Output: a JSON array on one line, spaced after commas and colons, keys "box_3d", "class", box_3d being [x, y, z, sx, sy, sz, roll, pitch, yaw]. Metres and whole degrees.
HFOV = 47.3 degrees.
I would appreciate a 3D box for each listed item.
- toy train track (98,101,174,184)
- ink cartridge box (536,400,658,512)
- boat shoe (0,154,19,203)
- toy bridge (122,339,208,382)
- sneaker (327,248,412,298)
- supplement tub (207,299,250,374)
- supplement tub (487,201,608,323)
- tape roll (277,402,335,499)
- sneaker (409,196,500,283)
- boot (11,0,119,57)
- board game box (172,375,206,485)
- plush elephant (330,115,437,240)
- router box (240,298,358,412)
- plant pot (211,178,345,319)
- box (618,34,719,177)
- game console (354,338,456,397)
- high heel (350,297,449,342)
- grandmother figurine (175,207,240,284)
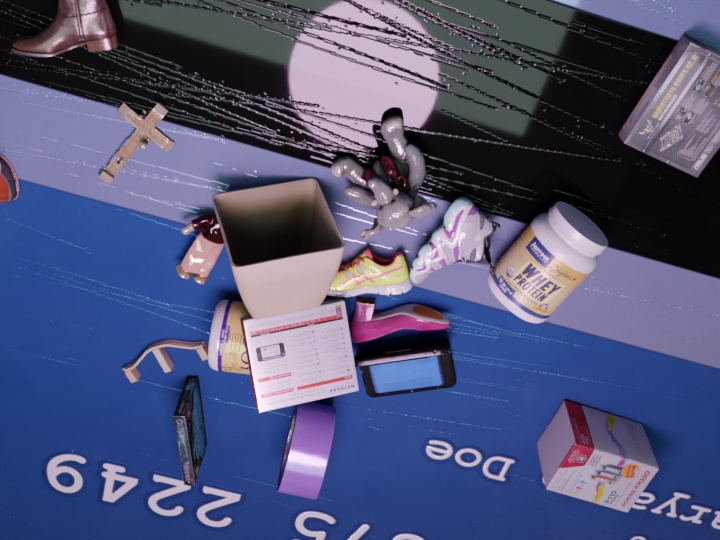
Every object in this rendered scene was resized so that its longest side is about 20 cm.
[{"box_3d": [-0.421, -0.229, 1.513, 0.115, 0.033, 0.200, 38, 117, -19], "class": "toy train track"}, {"box_3d": [0.511, 0.402, 1.783, 0.199, 0.145, 0.146, 17, 120, -8], "class": "ink cartridge box"}, {"box_3d": [-0.705, -0.206, 1.523, 0.071, 0.063, 0.200, -15, 121, 9], "class": "boat shoe"}, {"box_3d": [-0.425, 0.186, 1.766, 0.199, 0.027, 0.067, -18, 116, 13], "class": "toy bridge"}, {"box_3d": [0.000, 0.000, 1.614, 0.199, 0.078, 0.091, -4, 110, 1], "class": "sneaker"}, {"box_3d": [-0.197, 0.141, 1.659, 0.199, 0.146, 0.146, 8, 121, -2], "class": "supplement tub"}, {"box_3d": [0.350, -0.016, 1.539, 0.144, 0.145, 0.200, 30, 118, -14], "class": "supplement tub"}, {"box_3d": [-0.117, 0.383, 1.770, 0.085, 0.200, 0.200, 14, 121, -6], "class": "tape roll"}, {"box_3d": [0.189, -0.025, 1.557, 0.140, 0.078, 0.200, 36, 120, 8], "class": "sneaker"}, {"box_3d": [-0.505, -0.462, 1.358, 0.186, 0.064, 0.201, -9, 124, -7], "class": "boot"}, {"box_3d": [-0.370, 0.351, 1.800, 0.028, 0.135, 0.201, 1, 122, 2], "class": "board game box"}, {"box_3d": [0.051, -0.140, 1.471, 0.164, 0.155, 0.200, -29, 115, 19], "class": "plush elephant"}, {"box_3d": [-0.116, 0.160, 1.571, 0.199, 0.049, 0.180, -10, 96, -14], "class": "router box"}, {"box_3d": [-0.151, -0.026, 1.515, 0.199, 0.200, 0.177, -11, 135, -14], "class": "plant pot"}, {"box_3d": [0.571, -0.280, 1.424, 0.158, 0.048, 0.200, 22, 119, -9], "class": "box"}, {"box_3d": [0.093, 0.215, 1.711, 0.199, 0.176, 0.117, -9, 92, 8], "class": "game console"}, {"box_3d": [0.078, 0.119, 1.672, 0.199, 0.067, 0.096, 8, 111, 4], "class": "high heel"}, {"box_3d": [-0.288, -0.067, 1.593, 0.121, 0.061, 0.200, 16, 122, -39], "class": "grandmother figurine"}]
